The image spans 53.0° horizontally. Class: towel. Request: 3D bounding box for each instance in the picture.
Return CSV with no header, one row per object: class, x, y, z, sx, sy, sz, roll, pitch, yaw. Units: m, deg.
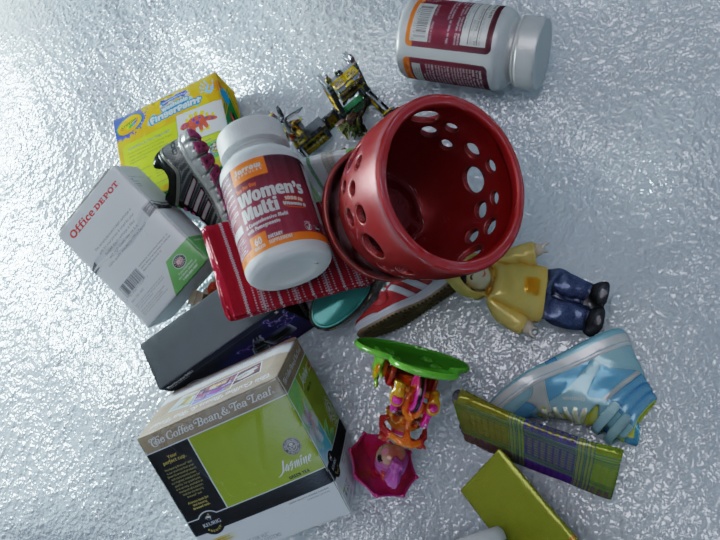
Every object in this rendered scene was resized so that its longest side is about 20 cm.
towel,0.209,0.315,0.855,0.200,0.018,0.086,49,118,25
towel,-0.053,-0.108,1.017,0.198,0.149,0.031,-9,60,17
towel,-0.097,-0.017,0.948,0.198,0.023,0.146,-14,63,-20
towel,0.200,0.201,0.843,0.199,0.144,0.023,18,62,24

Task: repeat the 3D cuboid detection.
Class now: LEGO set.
LEGO set,-0.031,-0.216,1.048,0.199,0.116,0.154,-33,63,3

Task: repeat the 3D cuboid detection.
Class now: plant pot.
plant pot,0.065,-0.083,0.857,0.199,0.182,0.203,4,80,-25

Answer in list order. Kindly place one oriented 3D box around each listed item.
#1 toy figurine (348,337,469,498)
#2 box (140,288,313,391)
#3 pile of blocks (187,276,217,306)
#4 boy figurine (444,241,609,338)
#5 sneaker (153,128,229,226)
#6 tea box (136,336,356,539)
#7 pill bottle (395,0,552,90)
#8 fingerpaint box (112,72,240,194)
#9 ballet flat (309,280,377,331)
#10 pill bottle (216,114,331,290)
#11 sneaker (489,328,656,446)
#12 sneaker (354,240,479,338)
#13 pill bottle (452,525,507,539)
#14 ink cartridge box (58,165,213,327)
toy figurine,0.049,0.194,0.890,0.149,0.200,0.186,12,92,-8
box,-0.181,0.089,1.011,0.199,0.141,0.079,-35,66,8
pile of blocks,-0.178,0.019,1.074,0.200,0.062,0.082,-41,65,5
boy figurine,0.206,0.018,0.907,0.198,0.064,0.125,17,80,3
sneaker,-0.244,-0.109,1.084,0.087,0.201,0.074,-19,26,11
tea box,-0.134,0.226,0.916,0.199,0.134,0.198,-24,103,11
pill bottle,0.160,-0.317,1.019,0.198,0.114,0.115,15,80,23
fingerpaint box,-0.287,-0.198,1.170,0.199,0.073,0.168,-22,69,13
ballet flat,0.000,0.000,1.012,0.072,0.072,0.201,32,88,25
pill bottle,-0.113,-0.086,0.898,0.109,0.110,0.201,-24,68,12
sneaker,0.258,0.169,0.863,0.199,0.080,0.131,-31,65,10
sneaker,0.061,0.002,0.986,0.199,0.071,0.113,-32,70,1
pill bottle,0.142,0.407,0.818,0.112,0.113,0.202,-23,68,12
ink cartridge box,-0.328,-0.039,1.088,0.200,0.084,0.146,45,101,3
